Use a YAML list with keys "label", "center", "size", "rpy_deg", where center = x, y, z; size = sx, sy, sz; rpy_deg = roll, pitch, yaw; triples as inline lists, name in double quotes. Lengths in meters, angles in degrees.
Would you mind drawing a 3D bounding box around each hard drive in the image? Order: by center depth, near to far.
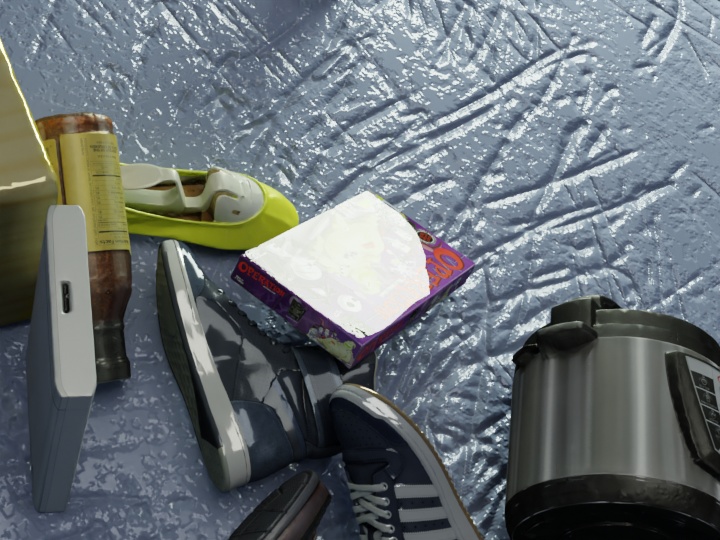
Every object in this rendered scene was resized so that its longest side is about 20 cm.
- label: "hard drive"
  center: [-0.203, 0.065, 0.810]
  size: [0.027, 0.200, 0.132]
  rpy_deg: [-1, 60, -19]

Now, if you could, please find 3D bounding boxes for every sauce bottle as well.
- label: "sauce bottle"
  center: [-0.206, -0.016, 0.907]
  size: [0.066, 0.066, 0.200]
  rpy_deg: [-5, 89, -22]

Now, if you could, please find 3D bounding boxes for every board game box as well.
- label: "board game box"
  center: [0.000, 0.000, 0.973]
  size: [0.120, 0.032, 0.200]
  rpy_deg: [39, 33, 13]

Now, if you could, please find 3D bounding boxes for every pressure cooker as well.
- label: "pressure cooker"
  center: [0.199, 0.121, 0.935]
  size: [0.178, 0.176, 0.200]
  rpy_deg: [10, 56, -2]

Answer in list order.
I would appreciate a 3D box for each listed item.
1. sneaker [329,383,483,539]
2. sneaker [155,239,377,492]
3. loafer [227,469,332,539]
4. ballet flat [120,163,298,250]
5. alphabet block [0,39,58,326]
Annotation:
- label: "sneaker"
  center: [0.015, 0.185, 0.861]
  size: [0.108, 0.070, 0.200]
  rpy_deg: [-41, 109, -30]
- label: "sneaker"
  center: [-0.071, 0.057, 0.933]
  size: [0.146, 0.077, 0.203]
  rpy_deg: [-14, 69, -21]
- label: "loafer"
  center: [-0.080, 0.231, 0.845]
  size: [0.063, 0.072, 0.200]
  rpy_deg: [48, 61, -12]
- label: "ballet flat"
  center: [-0.141, -0.058, 0.987]
  size: [0.200, 0.067, 0.067]
  rpy_deg: [4, 57, -17]
- label: "alphabet block"
  center: [-0.342, -0.062, 0.842]
  size: [0.200, 0.196, 0.196]
  rpy_deg: [-16, 69, -27]
